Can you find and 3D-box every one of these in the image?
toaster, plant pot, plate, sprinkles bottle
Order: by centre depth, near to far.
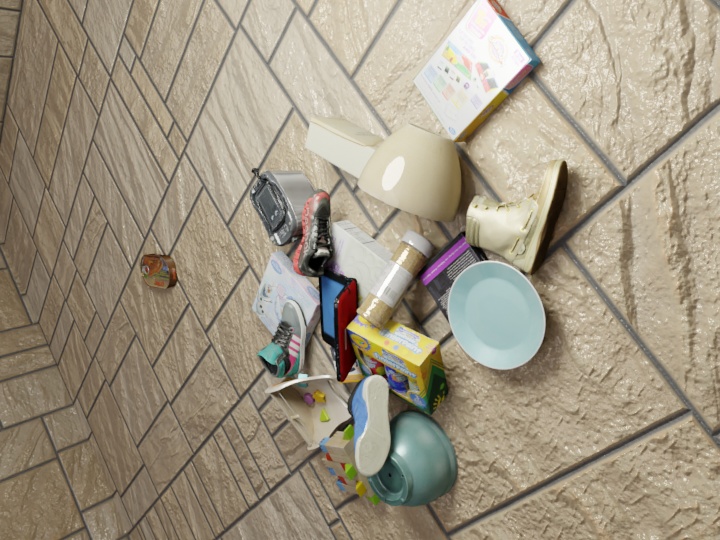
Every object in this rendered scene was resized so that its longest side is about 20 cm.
[{"bbox_3d":[0.250,0.082,1.049,0.197,0.025,0.205,11,106,40],"label":"plate"},{"bbox_3d":[0.108,-0.192,1.055,0.199,0.198,0.137,33,111,32],"label":"plant pot"},{"bbox_3d":[0.071,0.019,1.152,0.068,0.068,0.202,31,87,32],"label":"sprinkles bottle"},{"bbox_3d":[0.095,0.430,1.250,0.198,0.133,0.205,12,109,41],"label":"plant pot"},{"bbox_3d":[-0.174,-0.160,1.360,0.114,0.128,0.202,-43,71,39],"label":"toaster"}]

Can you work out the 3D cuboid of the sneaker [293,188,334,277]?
[{"bbox_3d":[-0.093,-0.075,1.265,0.097,0.070,0.205,30,112,52],"label":"sneaker"}]

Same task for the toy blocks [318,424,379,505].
[{"bbox_3d":[-0.036,0.474,1.405,0.135,0.100,0.203,-11,112,48],"label":"toy blocks"}]

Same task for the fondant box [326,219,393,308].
[{"bbox_3d":[0.000,0.000,1.286,0.199,0.058,0.147,39,124,31],"label":"fondant box"}]

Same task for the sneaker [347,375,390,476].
[{"bbox_3d":[0.015,0.330,1.223,0.111,0.075,0.205,147,127,-70],"label":"sneaker"}]

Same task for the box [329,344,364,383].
[{"bbox_3d":[-0.027,0.166,1.364,0.118,0.041,0.204,-14,93,44],"label":"box"}]

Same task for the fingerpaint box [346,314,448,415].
[{"bbox_3d":[0.078,0.191,1.202,0.198,0.073,0.169,24,144,36],"label":"fingerpaint box"}]

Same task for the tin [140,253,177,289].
[{"bbox_3d":[-0.690,0.002,1.944,0.197,0.041,0.115,7,101,42],"label":"tin"}]

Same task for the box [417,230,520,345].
[{"bbox_3d":[0.213,0.046,1.114,0.143,0.036,0.202,-44,69,39],"label":"box"}]

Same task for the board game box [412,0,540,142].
[{"bbox_3d":[0.202,-0.358,1.023,0.200,0.040,0.155,-43,71,40],"label":"board game box"}]

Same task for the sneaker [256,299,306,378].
[{"bbox_3d":[-0.202,0.181,1.416,0.082,0.120,0.205,14,111,37],"label":"sneaker"}]

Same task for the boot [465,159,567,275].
[{"bbox_3d":[0.268,-0.112,0.999,0.154,0.072,0.204,28,123,32],"label":"boot"}]

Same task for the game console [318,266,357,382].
[{"bbox_3d":[-0.067,0.116,1.272,0.116,0.173,0.204,5,114,17],"label":"game console"}]

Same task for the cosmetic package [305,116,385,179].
[{"bbox_3d":[-0.014,-0.258,1.206,0.198,0.103,0.074,33,120,31],"label":"cosmetic package"}]

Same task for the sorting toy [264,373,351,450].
[{"bbox_3d":[-0.106,0.329,1.428,0.178,0.107,0.202,-24,108,33],"label":"sorting toy"}]

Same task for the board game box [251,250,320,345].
[{"bbox_3d":[-0.192,0.090,1.496,0.200,0.043,0.201,46,129,25],"label":"board game box"}]
